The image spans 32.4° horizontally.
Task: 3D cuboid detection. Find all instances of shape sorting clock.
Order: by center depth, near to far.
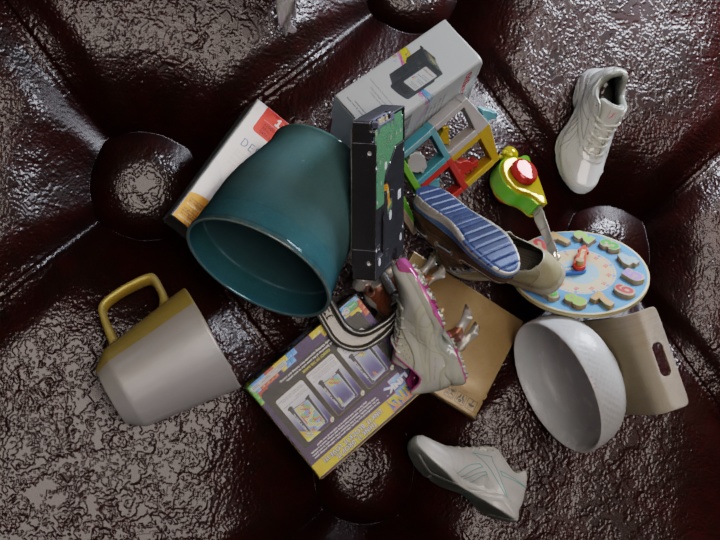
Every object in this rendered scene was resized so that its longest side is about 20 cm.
[{"bbox_3d":[0.314,0.001,1.776,0.199,0.200,0.039,-17,126,-17],"label":"shape sorting clock"}]

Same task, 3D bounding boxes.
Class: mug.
[{"bbox_3d":[-0.264,0.116,1.623,0.153,0.187,0.150,-30,127,-8],"label":"mug"}]

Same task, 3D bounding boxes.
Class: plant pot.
[{"bbox_3d":[-0.091,-0.074,1.575,0.199,0.200,0.189,33,62,-12],"label":"plant pot"}]

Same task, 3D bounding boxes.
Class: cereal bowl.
[{"bbox_3d":[0.307,0.149,1.745,0.083,0.200,0.201,-24,93,-21],"label":"cereal bowl"}]

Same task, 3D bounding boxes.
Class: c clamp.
[{"bbox_3d":[0.000,0.000,1.671,0.170,0.027,0.201,-24,87,-8],"label":"c clamp"}]

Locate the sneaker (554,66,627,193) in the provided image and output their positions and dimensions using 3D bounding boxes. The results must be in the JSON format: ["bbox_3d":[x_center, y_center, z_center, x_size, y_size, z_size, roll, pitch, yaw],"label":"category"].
[{"bbox_3d":[0.348,-0.214,1.836,0.077,0.099,0.201,14,82,-15],"label":"sneaker"}]

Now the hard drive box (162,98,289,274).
[{"bbox_3d":[-0.147,-0.104,1.689,0.156,0.077,0.201,37,76,-12],"label":"hard drive box"}]

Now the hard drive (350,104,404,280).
[{"bbox_3d":[0.022,-0.102,1.574,0.038,0.140,0.201,5,108,15],"label":"hard drive"}]

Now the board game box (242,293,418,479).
[{"bbox_3d":[-0.034,0.157,1.700,0.200,0.057,0.166,-39,96,-8],"label":"board game box"}]

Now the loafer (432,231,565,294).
[{"bbox_3d":[0.191,-0.024,1.742,0.199,0.068,0.076,13,62,27],"label":"loafer"}]

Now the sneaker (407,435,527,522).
[{"bbox_3d":[0.152,0.280,1.760,0.200,0.070,0.081,34,68,-18],"label":"sneaker"}]

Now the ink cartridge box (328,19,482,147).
[{"bbox_3d":[0.059,-0.236,1.721,0.200,0.146,0.083,-37,78,-17],"label":"ink cartridge box"}]

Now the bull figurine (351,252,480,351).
[{"bbox_3d":[0.077,0.049,1.721,0.121,0.065,0.201,-33,95,-1],"label":"bull figurine"}]

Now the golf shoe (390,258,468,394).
[{"bbox_3d":[0.072,0.081,1.639,0.091,0.075,0.201,-23,111,3],"label":"golf shoe"}]

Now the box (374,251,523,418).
[{"bbox_3d":[0.118,0.093,1.781,0.199,0.021,0.164,32,77,-12],"label":"box"}]

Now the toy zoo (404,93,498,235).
[{"bbox_3d":[0.118,-0.159,1.750,0.200,0.020,0.131,-41,133,-6],"label":"toy zoo"}]

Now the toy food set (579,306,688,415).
[{"bbox_3d":[0.376,0.128,1.764,0.060,0.200,0.144,-21,92,-23],"label":"toy food set"}]

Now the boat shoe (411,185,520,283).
[{"bbox_3d":[0.144,-0.037,1.697,0.072,0.200,0.073,-15,135,-31],"label":"boat shoe"}]

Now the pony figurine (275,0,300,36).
[{"bbox_3d":[-0.075,-0.447,1.717,0.199,0.167,0.194,-8,56,-14],"label":"pony figurine"}]

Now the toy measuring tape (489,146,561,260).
[{"bbox_3d":[0.231,-0.097,1.786,0.073,0.074,0.201,-4,60,-17],"label":"toy measuring tape"}]
